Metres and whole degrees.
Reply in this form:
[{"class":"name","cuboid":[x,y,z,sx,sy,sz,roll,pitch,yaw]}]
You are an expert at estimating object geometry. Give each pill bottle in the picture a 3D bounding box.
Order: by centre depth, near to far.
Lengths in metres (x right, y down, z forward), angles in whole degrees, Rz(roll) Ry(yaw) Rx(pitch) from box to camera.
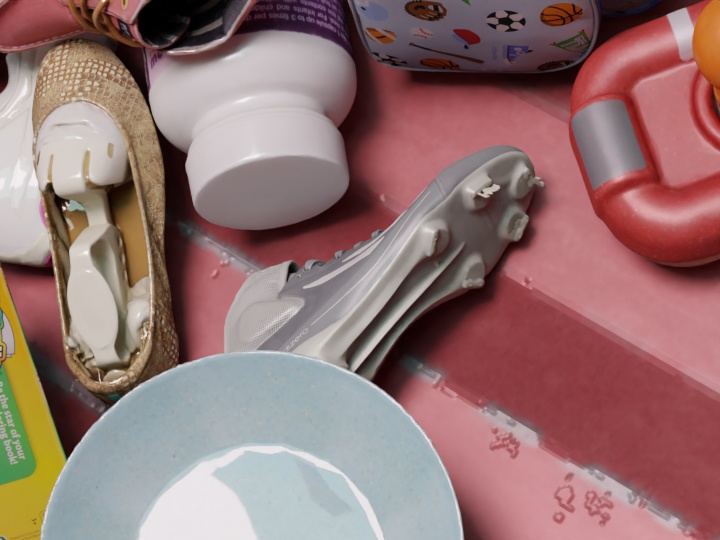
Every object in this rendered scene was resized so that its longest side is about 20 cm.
[{"class":"pill bottle","cuboid":[-0.063,-0.128,1.217,0.112,0.112,0.200,-16,64,10]}]

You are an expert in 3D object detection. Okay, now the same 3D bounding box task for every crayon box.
[{"class":"crayon box","cuboid":[-0.212,0.087,1.119,0.119,0.058,0.200,-15,73,-19]}]

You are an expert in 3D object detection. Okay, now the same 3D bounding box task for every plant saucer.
[{"class":"plant saucer","cuboid":[-0.050,0.138,1.074,0.201,0.039,0.201,-1,69,3]}]

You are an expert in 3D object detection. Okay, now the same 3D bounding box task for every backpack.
[{"class":"backpack","cuboid":[0.073,-0.191,1.167,0.190,0.200,0.154,-5,72,8]}]

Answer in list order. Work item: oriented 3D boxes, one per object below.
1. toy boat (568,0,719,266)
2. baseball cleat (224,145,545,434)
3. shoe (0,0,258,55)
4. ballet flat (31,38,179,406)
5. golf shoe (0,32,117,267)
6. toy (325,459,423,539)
[{"class":"toy boat","cuboid":[0.196,-0.094,1.114,0.200,0.131,0.131,-21,64,8]},{"class":"baseball cleat","cuboid":[0.000,0.000,1.171,0.200,0.070,0.106,-46,46,-17]},{"class":"shoe","cuboid":[-0.126,-0.144,1.153,0.200,0.071,0.091,-28,54,27]},{"class":"ballet flat","cuboid":[-0.135,-0.026,1.187,0.070,0.065,0.200,-14,87,12]},{"class":"golf shoe","cuboid":[-0.162,-0.091,1.263,0.091,0.075,0.200,26,83,12]},{"class":"toy","cuboid":[-0.055,0.154,1.136,0.200,0.047,0.115,-9,70,19]}]
